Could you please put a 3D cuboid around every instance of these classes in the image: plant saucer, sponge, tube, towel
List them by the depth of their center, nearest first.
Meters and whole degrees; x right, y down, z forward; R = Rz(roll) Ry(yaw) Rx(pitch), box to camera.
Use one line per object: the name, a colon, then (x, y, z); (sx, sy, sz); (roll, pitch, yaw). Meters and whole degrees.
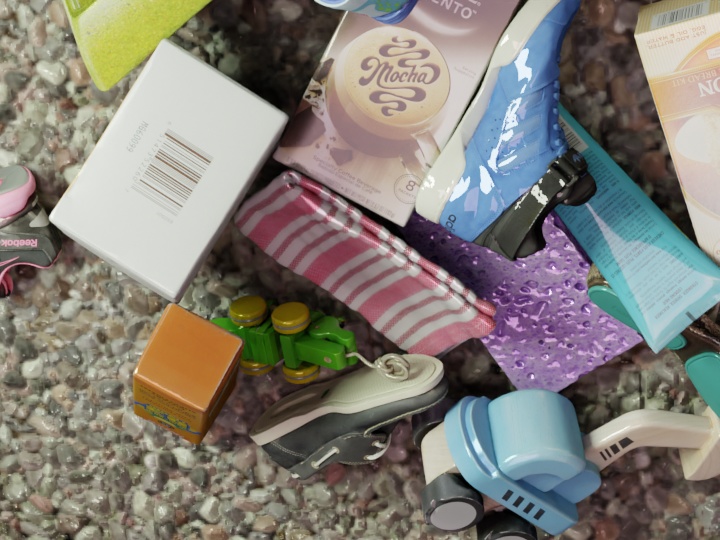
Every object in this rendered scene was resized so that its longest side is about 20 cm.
plant saucer: (-0.161, -0.264, 1.525); (0.199, 0.048, 0.201); (-37, 59, 27)
tube: (0.183, -0.040, 1.581); (0.077, 0.050, 0.200); (-43, 77, 19)
towel: (0.000, 0.000, 1.637); (0.200, 0.030, 0.146); (34, 159, -8)
sponge: (0.122, 0.001, 1.665); (0.111, 0.030, 0.200); (-32, 104, 23)

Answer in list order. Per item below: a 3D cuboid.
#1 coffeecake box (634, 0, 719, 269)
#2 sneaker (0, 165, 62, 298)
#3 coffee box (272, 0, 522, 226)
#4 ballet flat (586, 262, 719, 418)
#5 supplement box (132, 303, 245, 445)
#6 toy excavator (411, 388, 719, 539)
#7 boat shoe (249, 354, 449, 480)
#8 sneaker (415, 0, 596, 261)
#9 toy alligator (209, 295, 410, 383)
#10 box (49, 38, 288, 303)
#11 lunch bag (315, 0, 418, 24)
coffeecake box: (0.300, -0.109, 1.551); (0.153, 0.073, 0.201); (-14, 111, 17)
sneaker: (-0.329, -0.005, 1.745); (0.199, 0.079, 0.096); (-23, 119, 22)
coffee box: (0.032, -0.151, 1.573); (0.113, 0.080, 0.201); (27, 109, 1)
ballet flat: (0.260, 0.046, 1.634); (0.200, 0.075, 0.068); (42, 157, -9)
supplement box: (-0.135, 0.084, 1.671); (0.066, 0.200, 0.069); (27, 78, 1)
toy excavator: (0.167, 0.142, 1.671); (0.200, 0.100, 0.194); (-36, 129, 29)
boat shoe: (0.001, 0.118, 1.709); (0.200, 0.072, 0.068); (-23, 107, 41)
sneaker: (0.133, -0.103, 1.534); (0.111, 0.077, 0.200); (30, 95, 10)
toy alligator: (-0.039, 0.052, 1.696); (0.199, 0.054, 0.060); (8, 126, 28)
box: (-0.139, -0.067, 1.571); (0.106, 0.200, 0.153); (32, 85, -3)
lunch bag: (-0.012, -0.274, 1.483); (0.200, 0.082, 0.161); (46, 117, 40)
